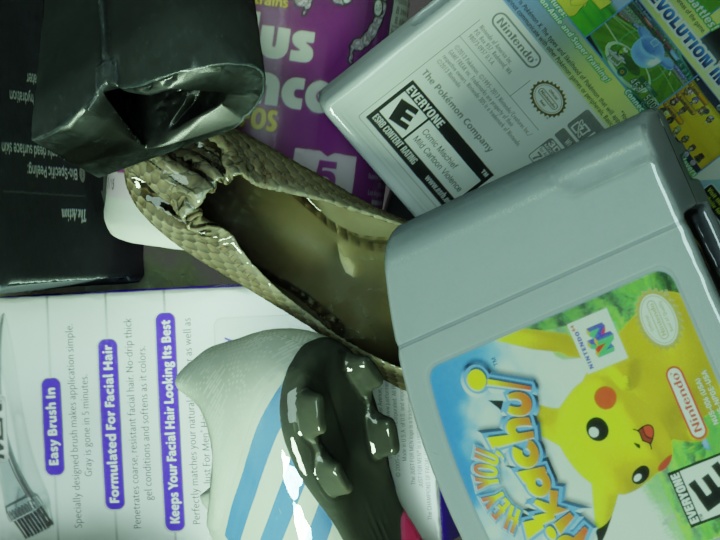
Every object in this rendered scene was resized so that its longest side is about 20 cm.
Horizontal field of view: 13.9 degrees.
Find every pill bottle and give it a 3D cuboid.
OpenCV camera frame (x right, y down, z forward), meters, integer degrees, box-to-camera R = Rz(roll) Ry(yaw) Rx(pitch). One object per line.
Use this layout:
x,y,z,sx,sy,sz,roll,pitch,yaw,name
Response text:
-0.036,-0.105,1.179,0.112,0.112,0.200,7,92,12,pill bottle

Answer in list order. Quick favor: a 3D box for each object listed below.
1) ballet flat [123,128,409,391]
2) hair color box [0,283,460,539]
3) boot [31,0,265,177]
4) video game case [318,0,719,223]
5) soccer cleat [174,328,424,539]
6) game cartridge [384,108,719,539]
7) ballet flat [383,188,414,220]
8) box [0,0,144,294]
0.000,0.000,1.114,0.200,0.046,0.067,31,96,-16,ballet flat
-0.060,0.060,1.210,0.200,0.065,0.110,-2,90,10,hair color box
-0.054,-0.150,1.069,0.165,0.066,0.200,-33,45,41,boot
0.115,-0.051,1.146,0.182,0.022,0.200,-38,113,9,video game case
-0.015,0.114,1.145,0.086,0.070,0.200,1,112,41,soccer cleat
0.089,0.058,1.061,0.133,0.040,0.200,-25,87,32,game cartridge
0.076,-0.084,1.175,0.200,0.073,0.073,-35,83,6,ballet flat
-0.168,-0.089,1.163,0.117,0.197,0.200,-2,90,12,box
